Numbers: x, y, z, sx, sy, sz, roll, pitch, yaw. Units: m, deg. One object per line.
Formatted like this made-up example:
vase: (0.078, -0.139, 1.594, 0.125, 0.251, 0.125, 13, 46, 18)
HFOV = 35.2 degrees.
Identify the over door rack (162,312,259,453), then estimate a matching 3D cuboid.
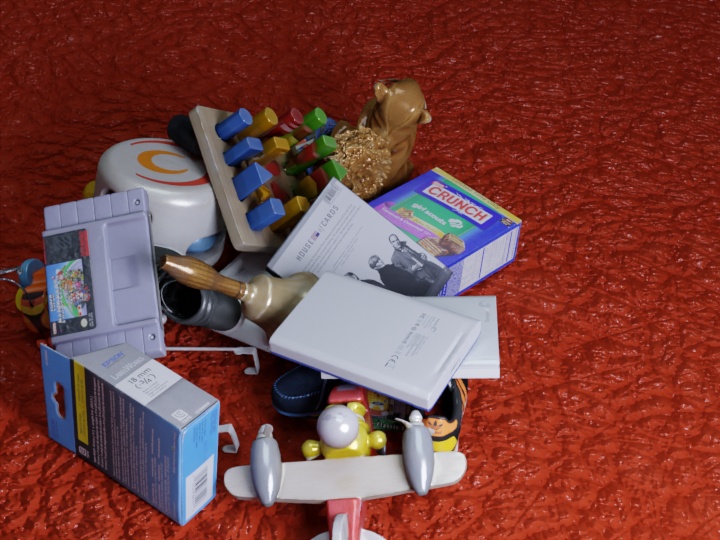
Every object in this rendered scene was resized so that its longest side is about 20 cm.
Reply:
over door rack: (-0.223, 0.123, 1.323, 0.197, 0.067, 0.149, 10, 38, 2)

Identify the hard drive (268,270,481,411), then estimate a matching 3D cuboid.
hard drive: (0.016, 0.073, 1.255, 0.198, 0.026, 0.132, 18, 46, 25)

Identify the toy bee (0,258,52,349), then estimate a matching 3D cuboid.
toy bee: (-0.385, 0.037, 1.396, 0.130, 0.111, 0.199, -3, 10, 41)

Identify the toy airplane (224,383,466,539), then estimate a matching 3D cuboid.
toy airplane: (-0.019, 0.207, 1.187, 0.199, 0.143, 0.198, -34, 45, -26)

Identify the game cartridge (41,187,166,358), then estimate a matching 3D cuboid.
game cartridge: (-0.298, 0.011, 1.307, 0.128, 0.038, 0.203, -10, 72, -2)

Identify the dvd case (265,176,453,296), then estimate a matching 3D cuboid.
dvd case: (0.000, 0.000, 1.439, 0.199, 0.025, 0.151, 38, 72, -2)

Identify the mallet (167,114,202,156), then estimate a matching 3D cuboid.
mallet: (-0.170, -0.178, 1.571, 0.198, 0.042, 0.066, 4, 23, -42)

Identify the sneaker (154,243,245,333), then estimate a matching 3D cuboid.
sneaker: (-0.236, 0.011, 1.370, 0.198, 0.071, 0.099, 26, 0, 23)

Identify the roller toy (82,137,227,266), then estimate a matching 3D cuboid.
roller toy: (-0.268, -0.080, 1.516, 0.197, 0.142, 0.183, 5, 28, -18)

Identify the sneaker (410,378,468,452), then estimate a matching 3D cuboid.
sneaker: (0.094, 0.133, 1.310, 0.069, 0.091, 0.201, 8, 39, 1)

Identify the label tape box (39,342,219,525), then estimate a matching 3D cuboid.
label tape box: (-0.244, 0.158, 1.207, 0.198, 0.146, 0.063, 27, 41, 23)

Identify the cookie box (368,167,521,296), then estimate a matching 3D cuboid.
cookie box: (0.100, -0.047, 1.596, 0.170, 0.076, 0.199, 34, 44, 30)

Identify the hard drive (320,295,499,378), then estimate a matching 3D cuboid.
hard drive: (0.058, 0.075, 1.299, 0.197, 0.027, 0.133, -1, 33, 6)

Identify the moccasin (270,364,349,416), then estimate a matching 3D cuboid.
moccasin: (-0.022, 0.105, 1.346, 0.198, 0.069, 0.080, -24, 47, -32)

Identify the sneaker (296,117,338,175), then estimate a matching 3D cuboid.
sneaker: (-0.093, -0.167, 1.732, 0.078, 0.076, 0.199, 38, 54, 22)

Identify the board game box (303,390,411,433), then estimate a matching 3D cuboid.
board game box: (0.024, 0.149, 1.373, 0.197, 0.024, 0.105, 8, 35, 0)

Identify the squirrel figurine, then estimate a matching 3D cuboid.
squirrel figurine: (0.027, -0.182, 1.649, 0.141, 0.187, 0.201, 36, 50, -4)

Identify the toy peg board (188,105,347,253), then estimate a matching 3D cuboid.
toy peg board: (-0.103, -0.135, 1.508, 0.198, 0.097, 0.202, 3, 62, -57)

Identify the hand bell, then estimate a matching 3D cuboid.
hand bell: (-0.147, 0.019, 1.305, 0.199, 0.104, 0.105, 25, 23, -39)

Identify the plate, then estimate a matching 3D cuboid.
plate: (-0.109, 0.029, 1.479, 0.198, 0.033, 0.200, 19, 36, 21)
